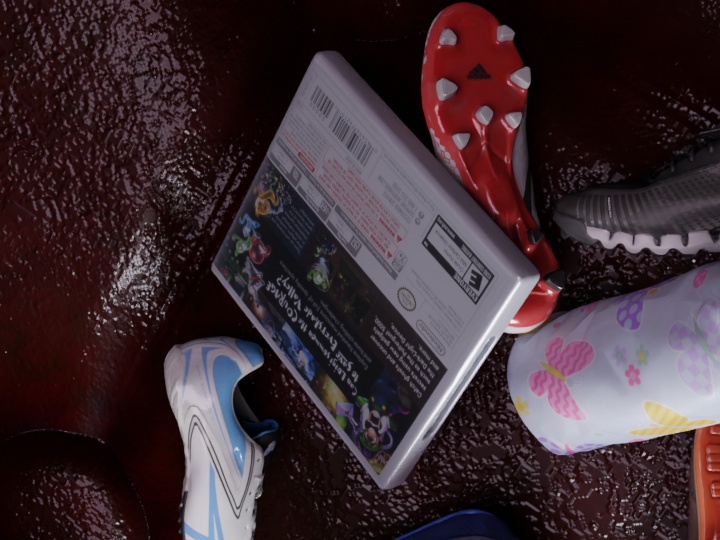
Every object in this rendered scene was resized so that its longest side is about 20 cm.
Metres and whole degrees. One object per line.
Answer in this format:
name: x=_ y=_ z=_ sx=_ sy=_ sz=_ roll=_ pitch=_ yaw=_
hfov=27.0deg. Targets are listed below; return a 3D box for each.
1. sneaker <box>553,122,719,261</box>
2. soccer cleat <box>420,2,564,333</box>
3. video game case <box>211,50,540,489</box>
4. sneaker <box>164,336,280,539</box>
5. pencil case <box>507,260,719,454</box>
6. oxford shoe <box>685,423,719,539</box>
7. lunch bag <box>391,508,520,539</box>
sneaker: x=0.208 y=-0.054 z=0.846 sx=0.200 sy=0.066 sz=0.091 roll=-1 pitch=100 yaw=17
soccer cleat: x=0.071 y=-0.059 z=0.895 sx=0.069 sy=0.085 sz=0.200 roll=-11 pitch=82 yaw=-17
video game case: x=0.000 y=0.000 z=0.904 sx=0.200 sy=0.023 sz=0.182 roll=50 pitch=129 yaw=27
sneaker: x=-0.087 y=0.141 z=1.006 sx=0.072 sy=0.072 sz=0.200 roll=-3 pitch=109 yaw=1
pencil case: x=0.170 y=0.043 z=0.832 sx=0.200 sy=0.083 sz=0.091 roll=-27 pitch=59 yaw=51
oxford shoe: x=0.218 y=0.127 z=0.884 sx=0.071 sy=0.073 sz=0.200 roll=9 pitch=86 yaw=-6
lunch bag: x=0.034 y=0.252 z=0.953 sx=0.200 sy=0.132 sz=0.136 roll=-27 pitch=108 yaw=23
